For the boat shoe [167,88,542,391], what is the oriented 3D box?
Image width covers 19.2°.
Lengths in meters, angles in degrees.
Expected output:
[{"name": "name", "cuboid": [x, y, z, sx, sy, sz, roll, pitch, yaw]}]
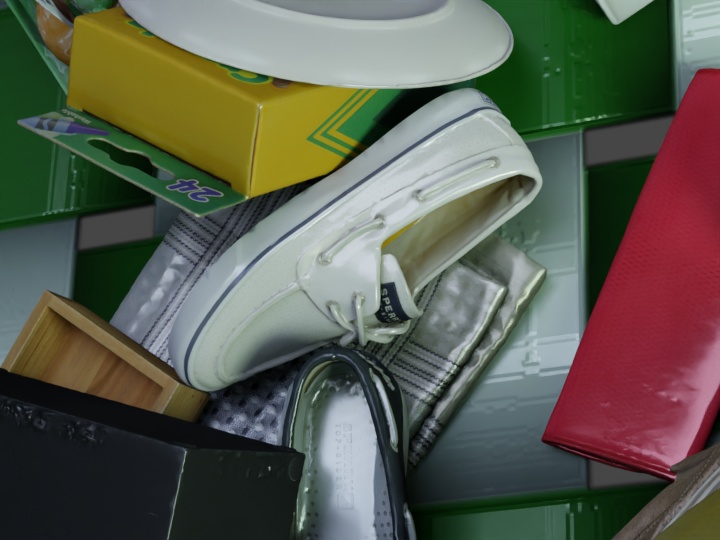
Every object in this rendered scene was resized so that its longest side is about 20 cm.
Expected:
[{"name": "boat shoe", "cuboid": [0.000, 0.000, 1.005, 0.200, 0.071, 0.070, -37, 57, -1]}]

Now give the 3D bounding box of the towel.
[{"name": "towel", "cuboid": [-0.033, 0.029, 1.057, 0.192, 0.035, 0.200, 32, 83, 33]}]

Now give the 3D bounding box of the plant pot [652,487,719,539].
[{"name": "plant pot", "cuboid": [0.200, 0.140, 0.821, 0.199, 0.201, 0.142, 15, 47, 30]}]

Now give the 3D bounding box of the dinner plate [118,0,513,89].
[{"name": "dinner plate", "cuboid": [-0.021, -0.137, 1.050, 0.200, 0.200, 0.024, 30, 122, 33]}]

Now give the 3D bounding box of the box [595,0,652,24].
[{"name": "box", "cuboid": [0.103, -0.266, 1.033, 0.130, 0.200, 0.199, -34, 57, 5]}]

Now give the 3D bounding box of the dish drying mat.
[{"name": "dish drying mat", "cuboid": [0.155, 0.000, 0.992, 0.076, 0.018, 0.201, 16, 75, 29]}]

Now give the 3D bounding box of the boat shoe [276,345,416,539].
[{"name": "boat shoe", "cuboid": [-0.009, 0.134, 0.964, 0.075, 0.060, 0.201, -9, 75, 10]}]

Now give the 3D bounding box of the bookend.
[{"name": "bookend", "cuboid": [-0.146, 0.157, 0.966, 0.198, 0.092, 0.201, 11, 90, 34]}]

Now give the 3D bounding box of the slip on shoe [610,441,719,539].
[{"name": "slip on shoe", "cuboid": [0.161, 0.096, 0.917, 0.200, 0.076, 0.061, -54, 45, 1]}]

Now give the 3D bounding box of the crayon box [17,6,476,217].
[{"name": "crayon box", "cuboid": [-0.050, -0.092, 1.034, 0.125, 0.200, 0.052, 27, 121, 32]}]

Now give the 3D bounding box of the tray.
[{"name": "tray", "cuboid": [-0.165, 0.122, 1.057, 0.098, 0.037, 0.201, 31, 93, 30]}]

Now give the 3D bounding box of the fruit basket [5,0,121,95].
[{"name": "fruit basket", "cuboid": [-0.159, -0.170, 1.112, 0.094, 0.200, 0.186, -39, 56, 4]}]
